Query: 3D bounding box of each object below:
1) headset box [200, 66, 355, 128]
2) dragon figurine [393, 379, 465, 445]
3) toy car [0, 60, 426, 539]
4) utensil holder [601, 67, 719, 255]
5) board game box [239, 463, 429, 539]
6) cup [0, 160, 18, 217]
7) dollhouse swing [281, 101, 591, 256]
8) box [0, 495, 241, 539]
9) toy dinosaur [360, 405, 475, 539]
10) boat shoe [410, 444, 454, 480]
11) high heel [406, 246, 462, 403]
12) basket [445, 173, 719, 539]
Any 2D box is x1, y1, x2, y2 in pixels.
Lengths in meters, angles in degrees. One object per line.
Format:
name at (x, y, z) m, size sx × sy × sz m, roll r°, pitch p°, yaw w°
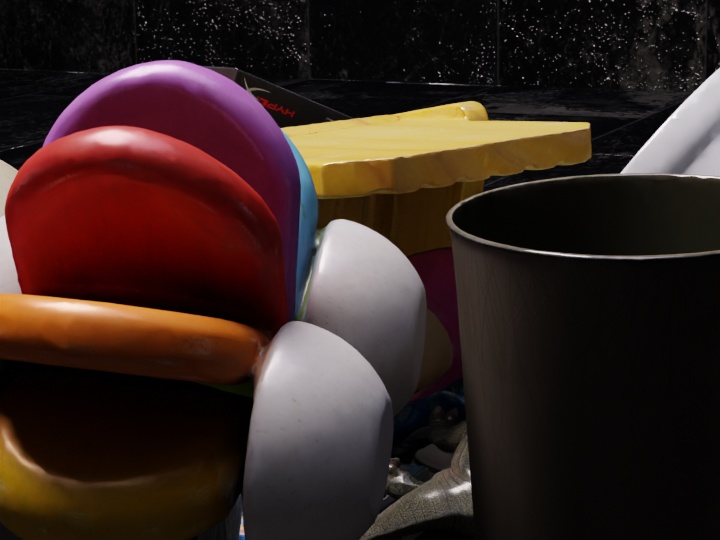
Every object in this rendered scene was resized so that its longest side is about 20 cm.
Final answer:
headset box at (-0.062, 0.001, 1.069) m, size 0.149 × 0.201 × 0.077 m, roll 18°, pitch -5°, yaw -40°
dragon figurine at (0.031, 0.064, 1.008) m, size 0.099 × 0.059 × 0.200 m, roll -20°, pitch -11°, yaw -7°
toy car at (-0.070, 0.005, 0.649) m, size 0.174 × 0.150 × 0.200 m, roll 4°, pitch 24°, yaw 9°
utensil holder at (0.204, 0.025, 0.844) m, size 0.200 × 0.170 × 0.170 m, roll 41°, pitch 25°, yaw 12°
board game box at (-0.083, 0.119, 0.920) m, size 0.199 × 0.034 × 0.134 m, roll 5°, pitch 13°, yaw 25°
cup at (-0.242, 0.050, 0.952) m, size 0.200 × 0.201 × 0.143 m, roll 1°, pitch 32°, yaw 11°
dollhouse swing at (0.000, 0.000, 0.934) m, size 0.200 × 0.182 × 0.176 m, roll -11°, pitch 26°, yaw -39°
box at (-0.152, 0.105, 0.741) m, size 0.199 × 0.105 × 0.184 m, roll -1°, pitch 23°, yaw 1°
toy dinosaur at (0.069, 0.094, 0.850) m, size 0.199 × 0.077 × 0.102 m, roll 7°, pitch 2°, yaw -32°
boat shoe at (0.120, 0.088, 0.956) m, size 0.199 × 0.070 × 0.071 m, roll 1°, pitch 11°, yaw 23°
high heel at (-0.004, 0.055, 0.867) m, size 0.200 × 0.068 × 0.096 m, roll -29°, pitch 15°, yaw 17°
basket at (0.102, 0.075, 0.708) m, size 0.136 × 0.201 × 0.180 m, roll 1°, pitch 11°, yaw 13°
